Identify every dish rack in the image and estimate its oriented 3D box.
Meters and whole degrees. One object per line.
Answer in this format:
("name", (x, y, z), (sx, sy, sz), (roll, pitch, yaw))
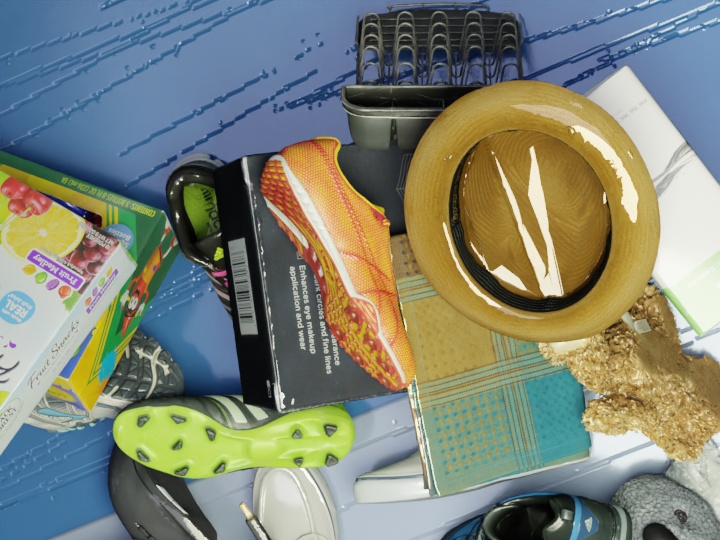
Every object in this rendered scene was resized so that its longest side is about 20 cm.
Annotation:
("dish rack", (0.063, -0.164, 1.384), (0.153, 0.200, 0.055), (1, 130, 1))

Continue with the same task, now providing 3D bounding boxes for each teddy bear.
("teddy bear", (0.204, 0.070, 1.373), (0.067, 0.200, 0.145), (-30, 53, 37))

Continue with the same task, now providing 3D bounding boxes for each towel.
("towel", (0.099, 0.061, 1.357), (0.146, 0.022, 0.201), (-11, 90, -21))

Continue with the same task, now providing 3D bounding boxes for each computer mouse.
("computer mouse", (-0.144, 0.213, 1.463), (0.140, 0.046, 0.200), (-38, 79, 43))

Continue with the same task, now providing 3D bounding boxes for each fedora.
("fedora", (0.130, -0.048, 1.283), (0.200, 0.082, 0.201), (6, 113, 15))

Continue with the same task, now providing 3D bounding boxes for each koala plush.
("koala plush", (0.259, 0.248, 1.391), (0.177, 0.184, 0.200), (-37, 64, 7))

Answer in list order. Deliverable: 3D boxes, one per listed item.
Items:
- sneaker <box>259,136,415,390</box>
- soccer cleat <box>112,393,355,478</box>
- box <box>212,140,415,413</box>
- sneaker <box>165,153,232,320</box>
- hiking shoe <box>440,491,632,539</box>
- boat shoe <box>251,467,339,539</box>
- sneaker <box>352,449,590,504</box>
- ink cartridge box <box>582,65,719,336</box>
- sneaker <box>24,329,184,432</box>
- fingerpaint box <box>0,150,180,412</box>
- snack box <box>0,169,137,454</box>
("sneaker", (0.001, -0.006, 1.301), (0.077, 0.073, 0.201), (-28, 100, -27))
("soccer cleat", (-0.105, 0.131, 1.458), (0.199, 0.081, 0.068), (2, 108, -7))
("box", (0.000, 0.000, 1.396), (0.199, 0.117, 0.198), (-8, 90, -18))
("sneaker", (-0.105, -0.009, 1.465), (0.074, 0.087, 0.200), (-31, 86, 9))
("hiking shoe", (0.120, 0.207, 1.397), (0.200, 0.087, 0.075), (-22, 50, 45))
("boat shoe", (-0.056, 0.251, 1.476), (0.072, 0.066, 0.201), (-5, 91, 10))
("sneaker", (0.088, 0.146, 1.452), (0.199, 0.073, 0.071), (-14, 80, 1))
("ink cartridge box", (0.236, -0.055, 1.374), (0.084, 0.145, 0.200), (-37, 86, 8))
("sneaker", (-0.243, 0.098, 1.502), (0.199, 0.078, 0.087), (7, 136, 11))
("fingerpaint box", (-0.279, 0.001, 1.458), (0.199, 0.073, 0.167), (21, 67, 17))
("snack box", (-0.290, 0.033, 1.373), (0.142, 0.053, 0.200), (29, 74, 20))
